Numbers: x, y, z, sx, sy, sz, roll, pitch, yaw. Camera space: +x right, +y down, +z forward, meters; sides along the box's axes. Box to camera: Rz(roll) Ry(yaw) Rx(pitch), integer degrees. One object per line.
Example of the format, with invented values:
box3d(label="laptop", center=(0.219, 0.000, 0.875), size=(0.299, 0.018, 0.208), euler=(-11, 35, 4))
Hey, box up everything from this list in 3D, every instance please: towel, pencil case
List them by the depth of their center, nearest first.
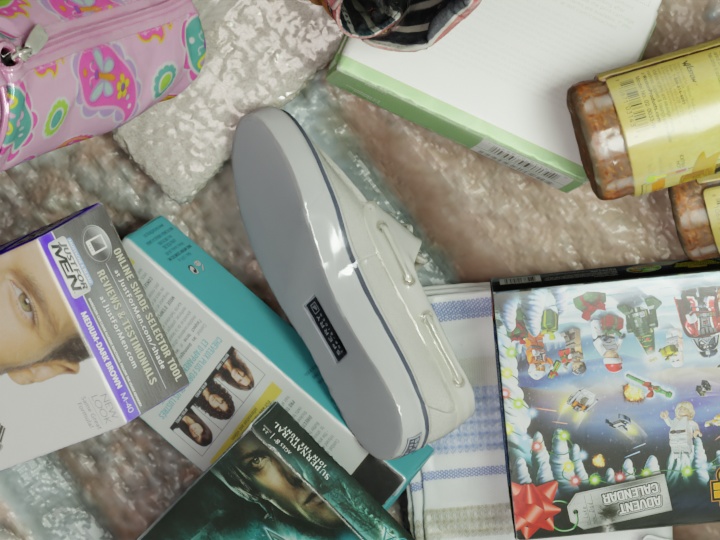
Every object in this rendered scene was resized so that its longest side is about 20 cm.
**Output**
box3d(label="pencil case", center=(-0.157, -0.104, 1.404), size=(0.087, 0.200, 0.088), euler=(8, 108, 26))
box3d(label="towel", center=(-0.074, -0.144, 1.499), size=(0.133, 0.034, 0.200), euler=(46, 105, 0))
box3d(label="towel", center=(0.094, 0.100, 1.521), size=(0.147, 0.024, 0.200), euler=(-6, 101, 9))

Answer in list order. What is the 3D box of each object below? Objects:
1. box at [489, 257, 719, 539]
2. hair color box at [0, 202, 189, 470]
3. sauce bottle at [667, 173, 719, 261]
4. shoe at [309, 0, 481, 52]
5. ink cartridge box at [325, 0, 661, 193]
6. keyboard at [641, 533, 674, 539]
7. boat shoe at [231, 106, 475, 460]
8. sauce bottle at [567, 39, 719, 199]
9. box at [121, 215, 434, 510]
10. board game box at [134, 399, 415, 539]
box3d(label="box", center=(0.173, 0.064, 1.473), size=(0.200, 0.040, 0.137), euler=(-6, 102, 2))
box3d(label="hair color box", center=(-0.199, 0.049, 1.507), size=(0.200, 0.065, 0.109), euler=(-22, 97, 37))
box3d(label="sauce bottle", center=(0.259, -0.053, 1.439), size=(0.200, 0.066, 0.066), euler=(-10, 99, 13))
box3d(label="shoe", center=(-0.012, -0.154, 1.385), size=(0.200, 0.071, 0.091), euler=(-12, 55, 41))
box3d(label="ink cartridge box", center=(0.087, -0.161, 1.450), size=(0.145, 0.048, 0.200), euler=(24, 82, -6))
box3d(label="keyboard", center=(0.153, 0.239, 1.531), size=(0.056, 0.011, 0.200), euler=(16, 108, 0))
box3d(label="boat shoe", center=(0.000, 0.000, 1.478), size=(0.200, 0.070, 0.071), euler=(62, 145, 12))
box3d(label="sauce bottle", center=(0.205, -0.089, 1.390), size=(0.200, 0.066, 0.066), euler=(-15, 98, 1))
box3d(label="box", center=(-0.063, 0.067, 1.514), size=(0.200, 0.049, 0.082), euler=(41, 117, 5))
box3d(label="board game box", center=(-0.050, 0.167, 1.505), size=(0.135, 0.028, 0.200), euler=(45, 138, 1))
